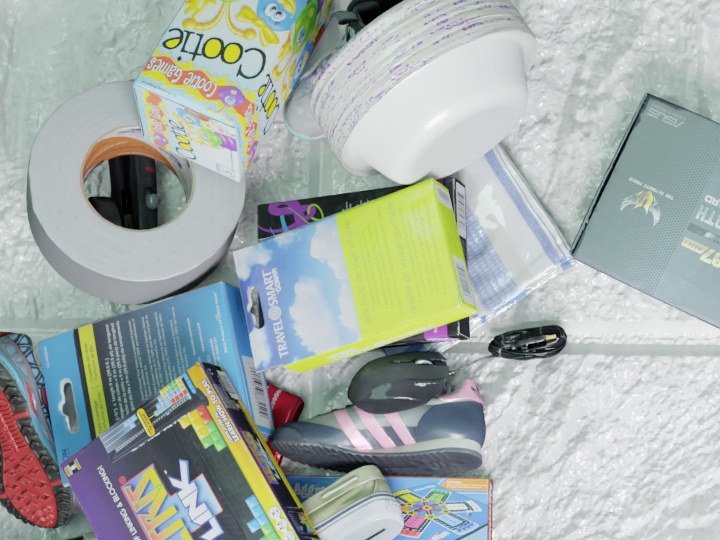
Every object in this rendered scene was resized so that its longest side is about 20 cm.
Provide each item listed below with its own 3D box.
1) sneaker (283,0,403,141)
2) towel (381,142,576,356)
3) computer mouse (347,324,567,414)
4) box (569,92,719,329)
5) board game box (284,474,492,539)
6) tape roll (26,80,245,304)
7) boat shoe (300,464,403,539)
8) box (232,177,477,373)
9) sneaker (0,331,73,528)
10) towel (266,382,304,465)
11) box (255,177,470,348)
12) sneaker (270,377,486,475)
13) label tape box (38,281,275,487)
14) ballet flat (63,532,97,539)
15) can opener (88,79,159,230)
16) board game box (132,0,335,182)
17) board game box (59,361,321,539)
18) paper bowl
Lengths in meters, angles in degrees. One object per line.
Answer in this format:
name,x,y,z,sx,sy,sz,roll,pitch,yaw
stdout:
sneaker,-0.005,-0.198,1.615,0.200,0.140,0.078,-37,71,11
towel,0.079,-0.014,1.623,0.200,0.024,0.147,-35,72,13
computer mouse,0.083,0.078,1.573,0.199,0.059,0.034,-18,119,-1
box,0.300,-0.040,1.531,0.199,0.051,0.158,27,93,21
board game box,0.021,0.236,1.612,0.199,0.019,0.104,-1,84,20
tape roll,-0.207,-0.073,1.662,0.199,0.066,0.201,4,69,-11
boat shoe,-0.051,0.244,1.600,0.199,0.072,0.062,-30,49,12
box,-0.007,0.010,1.578,0.199,0.048,0.123,-19,71,20
sneaker,-0.306,0.148,1.699,0.079,0.096,0.201,-4,116,19
towel,-0.160,0.153,1.688,0.199,0.022,0.145,21,89,22
box,0.000,0.000,1.624,0.199,0.036,0.144,-6,76,22
sneaker,0.018,0.136,1.611,0.199,0.070,0.082,0,65,18
label tape box,-0.188,0.109,1.663,0.199,0.066,0.144,-18,74,19
ballet flat,-0.270,0.281,1.686,0.199,0.073,0.074,-13,78,18
can opener,-0.220,-0.088,1.724,0.063,0.079,0.201,-8,71,27
board game box,-0.110,-0.202,1.629,0.103,0.105,0.201,24,68,9
board game box,-0.146,0.208,1.565,0.165,0.057,0.201,-36,70,10
paper bowl,0.064,-0.151,1.552,0.200,0.201,0.105,-34,73,12
